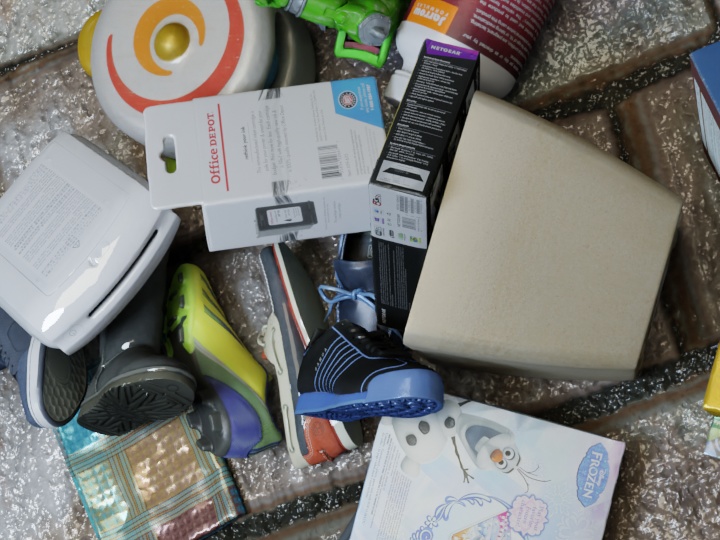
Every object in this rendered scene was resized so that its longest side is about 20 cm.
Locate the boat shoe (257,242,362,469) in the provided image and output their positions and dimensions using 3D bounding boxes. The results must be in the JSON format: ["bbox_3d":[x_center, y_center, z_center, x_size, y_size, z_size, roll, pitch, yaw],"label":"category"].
[{"bbox_3d":[-0.058,0.072,1.509,0.062,0.071,0.202,-23,75,18],"label":"boat shoe"}]

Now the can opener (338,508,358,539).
[{"bbox_3d":[0.005,0.245,1.462,0.066,0.053,0.201,27,92,-10],"label":"can opener"}]

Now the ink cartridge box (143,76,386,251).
[{"bbox_3d":[-0.076,-0.087,1.442,0.198,0.067,0.117,-7,55,-2],"label":"ink cartridge box"}]

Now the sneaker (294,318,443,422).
[{"bbox_3d":[0.004,0.076,1.373,0.199,0.070,0.079,-12,70,60],"label":"sneaker"}]

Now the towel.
[{"bbox_3d":[-0.201,0.164,1.570,0.146,0.022,0.201,-32,69,14],"label":"towel"}]

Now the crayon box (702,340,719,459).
[{"bbox_3d":[0.348,0.061,1.355,0.125,0.052,0.202,13,85,24],"label":"crayon box"}]

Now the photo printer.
[{"bbox_3d":[-0.251,-0.023,1.511,0.167,0.069,0.200,-51,39,-7],"label":"photo printer"}]

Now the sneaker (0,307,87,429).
[{"bbox_3d":[-0.327,0.084,1.580,0.145,0.077,0.203,-22,41,12],"label":"sneaker"}]

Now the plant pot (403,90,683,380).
[{"bbox_3d":[0.155,-0.006,1.377,0.175,0.200,0.202,16,85,11],"label":"plant pot"}]

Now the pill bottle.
[{"bbox_3d":[0.100,-0.220,1.479,0.112,0.113,0.201,25,89,24],"label":"pill bottle"}]

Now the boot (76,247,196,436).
[{"bbox_3d":[-0.187,0.032,1.520,0.181,0.072,0.202,-20,50,49],"label":"boot"}]

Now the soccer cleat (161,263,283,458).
[{"bbox_3d":[-0.124,0.081,1.542,0.065,0.083,0.201,-57,42,42],"label":"soccer cleat"}]

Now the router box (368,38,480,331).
[{"bbox_3d":[0.053,-0.063,1.394,0.051,0.201,0.150,14,58,12],"label":"router box"}]

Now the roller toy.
[{"bbox_3d":[-0.145,-0.190,1.556,0.182,0.140,0.201,-40,67,10],"label":"roller toy"}]

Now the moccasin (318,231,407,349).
[{"bbox_3d":[0.000,0.000,1.497,0.080,0.068,0.202,-5,77,21],"label":"moccasin"}]

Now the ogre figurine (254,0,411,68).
[{"bbox_3d":[-0.016,-0.240,1.506,0.119,0.200,0.099,27,91,4],"label":"ogre figurine"}]

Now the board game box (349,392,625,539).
[{"bbox_3d":[0.095,0.210,1.401,0.197,0.043,0.202,15,84,7],"label":"board game box"}]

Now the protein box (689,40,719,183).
[{"bbox_3d":[0.377,-0.087,1.286,0.197,0.135,0.201,-21,57,4],"label":"protein box"}]
